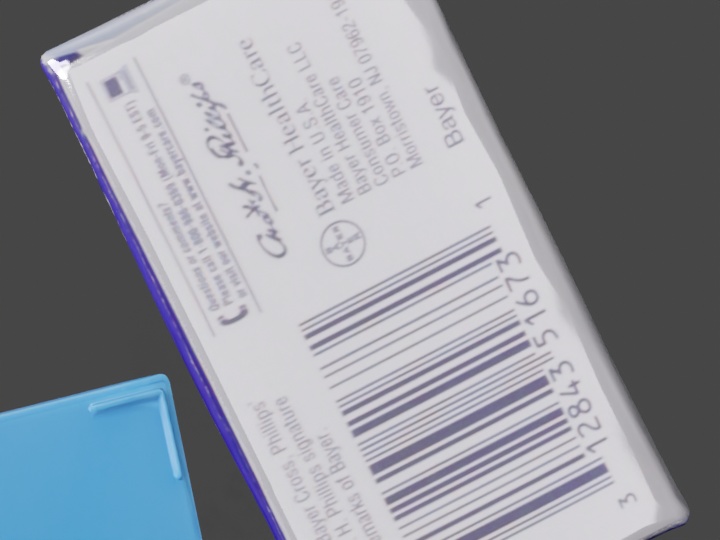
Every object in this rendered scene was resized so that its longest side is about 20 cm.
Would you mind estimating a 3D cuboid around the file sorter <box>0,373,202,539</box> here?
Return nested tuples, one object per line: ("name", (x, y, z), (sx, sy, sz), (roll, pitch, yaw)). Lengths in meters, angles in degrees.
("file sorter", (-0.126, 0.148, 0.758), (0.138, 0.122, 0.202), (-13, 92, -42))

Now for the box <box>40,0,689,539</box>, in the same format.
("box", (0.000, 0.000, 0.736), (0.104, 0.200, 0.185), (-26, 92, 1))
